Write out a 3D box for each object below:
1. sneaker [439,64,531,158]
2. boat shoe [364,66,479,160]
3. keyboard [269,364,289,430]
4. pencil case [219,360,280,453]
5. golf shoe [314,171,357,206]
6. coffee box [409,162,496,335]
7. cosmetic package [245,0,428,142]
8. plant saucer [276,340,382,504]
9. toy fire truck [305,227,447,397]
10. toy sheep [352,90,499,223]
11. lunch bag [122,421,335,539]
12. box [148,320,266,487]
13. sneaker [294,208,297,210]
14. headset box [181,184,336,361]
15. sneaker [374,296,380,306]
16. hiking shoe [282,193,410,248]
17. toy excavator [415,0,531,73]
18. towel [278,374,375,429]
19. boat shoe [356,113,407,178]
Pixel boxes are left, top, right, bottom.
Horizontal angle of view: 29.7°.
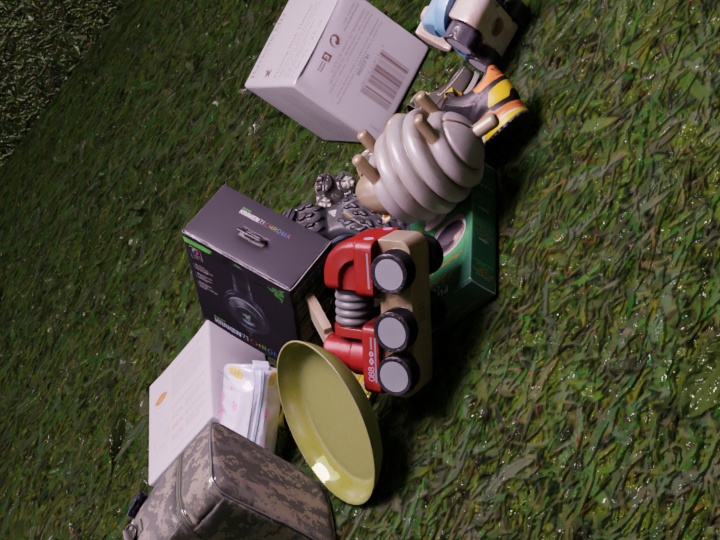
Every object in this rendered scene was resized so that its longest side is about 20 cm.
[{"bbox_3d":[0.118,-0.174,1.675,0.199,0.070,0.091,-35,76,36],"label":"sneaker"},{"bbox_3d":[0.082,-0.197,1.770,0.202,0.060,0.072,-52,0,-17],"label":"boat shoe"},{"bbox_3d":[-0.094,0.137,1.808,0.127,0.021,0.201,-45,24,22],"label":"keyboard"},{"bbox_3d":[-0.145,0.217,1.712,0.091,0.082,0.203,97,179,-78],"label":"pencil case"},{"bbox_3d":[-0.032,-0.033,1.858,0.088,0.076,0.203,90,-175,-70],"label":"golf shoe"},{"bbox_3d":[0.108,-0.026,1.614,0.123,0.044,0.202,-39,33,37],"label":"coffee box"},{"bbox_3d":[-0.038,-0.302,2.016,0.169,0.165,0.199,-63,25,-7],"label":"cosmetic package"},{"bbox_3d":[-0.031,0.169,1.555,0.031,0.203,0.199,-23,12,-27],"label":"plant saucer"},{"bbox_3d":[-0.004,0.038,1.550,0.197,0.128,0.179,5,107,28],"label":"toy fire truck"},{"bbox_3d":[0.076,-0.128,1.579,0.199,0.138,0.139,-28,39,31],"label":"toy sheep"},{"bbox_3d":[-0.152,0.298,1.572,0.168,0.199,0.140,-49,28,17],"label":"lunch bag"},{"bbox_3d":[-0.208,0.200,1.873,0.152,0.106,0.201,-47,29,25],"label":"box"},{"bbox_3d":[-0.085,0.002,1.895,0.111,0.073,0.202,-7,55,56],"label":"sneaker"},{"bbox_3d":[-0.123,0.008,1.725,0.093,0.173,0.201,-50,-24,-28],"label":"headset box"},{"bbox_3d":[0.000,0.000,1.692,0.200,0.083,0.076,160,128,-77],"label":"sneaker"},{"bbox_3d":[-0.006,-0.052,1.762,0.197,0.087,0.075,-3,60,13],"label":"hiking shoe"},{"bbox_3d":[0.127,-0.336,1.814,0.199,0.194,0.101,30,89,36],"label":"toy excavator"},{"bbox_3d":[-0.041,0.166,1.717,0.199,0.018,0.087,-6,52,60],"label":"towel"},{"bbox_3d":[0.031,-0.141,1.842,0.072,0.065,0.202,-26,40,48],"label":"boat shoe"}]
